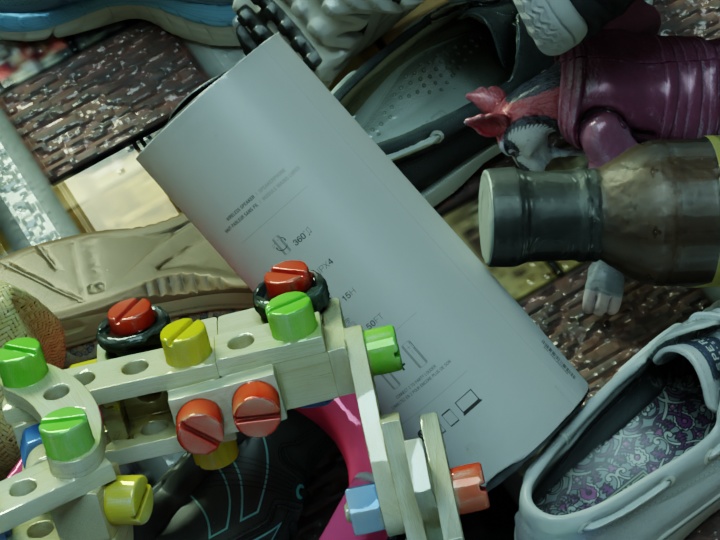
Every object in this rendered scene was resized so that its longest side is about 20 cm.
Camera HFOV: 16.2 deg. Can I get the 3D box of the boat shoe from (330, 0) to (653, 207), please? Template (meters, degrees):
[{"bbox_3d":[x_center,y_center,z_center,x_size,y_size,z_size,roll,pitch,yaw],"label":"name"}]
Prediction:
[{"bbox_3d":[0.059,-0.096,1.165,0.076,0.060,0.200,35,68,29],"label":"boat shoe"}]

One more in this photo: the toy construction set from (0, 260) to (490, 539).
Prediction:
[{"bbox_3d":[-0.053,0.062,0.931,0.200,0.092,0.131,0,27,-5],"label":"toy construction set"}]

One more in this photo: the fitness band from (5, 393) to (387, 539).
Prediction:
[{"bbox_3d":[-0.071,0.105,0.977,0.143,0.037,0.200,22,56,18],"label":"fitness band"}]

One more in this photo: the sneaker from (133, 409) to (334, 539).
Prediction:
[{"bbox_3d":[-0.062,0.115,1.051,0.079,0.075,0.200,47,65,1],"label":"sneaker"}]

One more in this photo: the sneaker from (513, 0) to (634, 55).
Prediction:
[{"bbox_3d":[0.121,-0.155,1.083,0.114,0.076,0.200,-22,16,15],"label":"sneaker"}]

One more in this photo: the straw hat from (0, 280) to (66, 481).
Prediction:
[{"bbox_3d":[-0.164,0.044,1.030,0.085,0.201,0.201,-1,56,5],"label":"straw hat"}]

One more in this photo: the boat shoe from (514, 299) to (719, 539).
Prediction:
[{"bbox_3d":[0.139,0.052,1.046,0.200,0.069,0.072,-35,57,-15],"label":"boat shoe"}]

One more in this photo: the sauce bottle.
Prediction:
[{"bbox_3d":[0.149,-0.025,1.041,0.200,0.065,0.065,0,55,-5],"label":"sauce bottle"}]

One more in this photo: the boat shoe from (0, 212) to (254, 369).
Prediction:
[{"bbox_3d":[-0.067,0.013,1.122,0.200,0.063,0.073,-8,40,1],"label":"boat shoe"}]

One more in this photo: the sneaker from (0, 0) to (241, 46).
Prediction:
[{"bbox_3d":[-0.129,-0.166,1.227,0.200,0.090,0.079,1,57,10],"label":"sneaker"}]

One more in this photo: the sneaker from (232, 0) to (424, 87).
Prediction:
[{"bbox_3d":[0.010,-0.148,1.141,0.081,0.200,0.075,-35,89,-30],"label":"sneaker"}]

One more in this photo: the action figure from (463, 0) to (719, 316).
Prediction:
[{"bbox_3d":[0.144,-0.071,1.090,0.200,0.149,0.134,-2,61,-8],"label":"action figure"}]

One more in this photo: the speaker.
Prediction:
[{"bbox_3d":[0.000,0.000,1.041,0.081,0.081,0.200,-43,92,-18],"label":"speaker"}]
